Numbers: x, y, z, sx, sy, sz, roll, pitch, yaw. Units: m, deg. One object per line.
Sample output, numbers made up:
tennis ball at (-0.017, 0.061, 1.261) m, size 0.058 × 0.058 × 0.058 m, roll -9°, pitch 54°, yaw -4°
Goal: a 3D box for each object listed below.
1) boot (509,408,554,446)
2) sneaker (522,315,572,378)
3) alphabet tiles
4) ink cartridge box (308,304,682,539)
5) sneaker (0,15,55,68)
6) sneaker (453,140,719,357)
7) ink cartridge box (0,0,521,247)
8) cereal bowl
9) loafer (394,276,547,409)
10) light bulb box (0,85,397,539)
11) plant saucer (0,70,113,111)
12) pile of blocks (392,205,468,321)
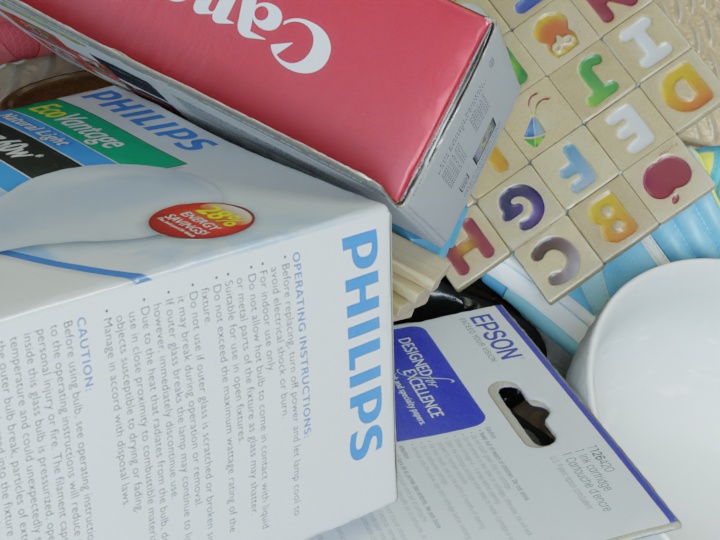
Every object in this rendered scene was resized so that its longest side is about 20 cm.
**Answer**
boot at (0.098, 0.099, 0.862) m, size 0.199 × 0.066 × 0.165 m, roll 28°, pitch 32°, yaw 6°
sneaker at (0.191, 0.037, 0.986) m, size 0.198 × 0.080 × 0.130 m, roll 26°, pitch 41°, yaw 14°
alphabet tiles at (0.082, -0.088, 0.882) m, size 0.201 × 0.166 × 0.006 m, roll 56°, pitch 2°, yaw 24°
ink cartridge box at (-0.001, 0.088, 0.714) m, size 0.198 × 0.047 × 0.198 m, roll -7°, pitch 26°, yaw -14°
sneaker at (-0.211, -0.137, 0.935) m, size 0.074 × 0.087 × 0.200 m, roll 38°, pitch 10°, yaw 25°
sneaker at (0.114, -0.038, 0.898) m, size 0.200 × 0.131 × 0.080 m, roll 40°, pitch 9°, yaw 11°
ink cartridge box at (-0.045, -0.097, 0.701) m, size 0.199 × 0.084 × 0.176 m, roll 27°, pitch -1°, yaw 10°
cereal bowl at (0.174, 0.095, 0.791) m, size 0.199 × 0.084 × 0.201 m, roll 15°, pitch 47°, yaw -16°
loafer at (0.002, 0.009, 0.909) m, size 0.199 × 0.073 × 0.071 m, roll 32°, pitch 12°, yaw -11°
light bulb box at (-0.121, 0.029, 0.642) m, size 0.199 × 0.126 × 0.198 m, roll -18°, pitch 28°, yaw -34°
plant saucer at (-0.101, -0.072, 0.874) m, size 0.198 × 0.035 × 0.200 m, roll -1°, pitch 20°, yaw 0°
pile of blocks at (0.000, 0.000, 0.792) m, size 0.082 × 0.062 × 0.200 m, roll 29°, pitch 33°, yaw 14°
